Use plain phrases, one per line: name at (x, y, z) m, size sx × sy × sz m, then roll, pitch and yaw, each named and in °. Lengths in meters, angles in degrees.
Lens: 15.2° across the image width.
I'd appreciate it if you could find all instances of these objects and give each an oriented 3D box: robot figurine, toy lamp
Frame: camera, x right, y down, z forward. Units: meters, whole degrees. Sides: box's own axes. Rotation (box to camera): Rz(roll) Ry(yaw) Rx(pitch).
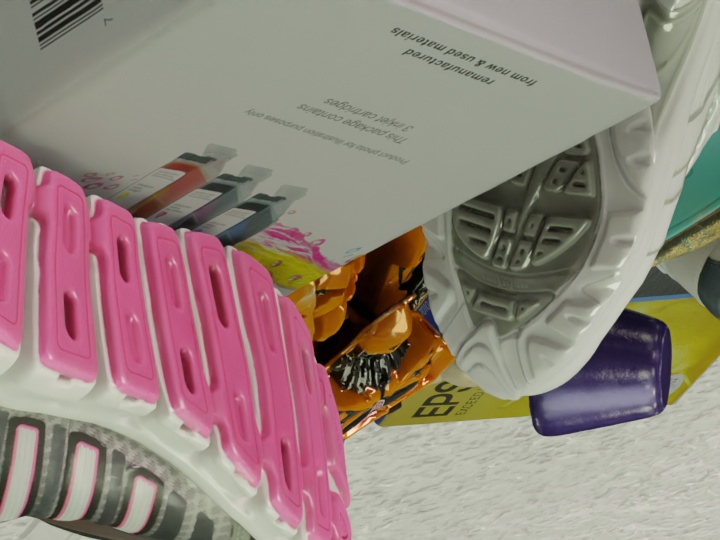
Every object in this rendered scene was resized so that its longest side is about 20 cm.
robot figurine at (0.000, 0.000, 0.908) m, size 0.145 × 0.058 × 0.200 m, roll -32°, pitch 159°, yaw -28°
toy lamp at (0.018, 0.033, 1.029) m, size 0.199 × 0.058 × 0.058 m, roll 1°, pitch 161°, yaw 13°

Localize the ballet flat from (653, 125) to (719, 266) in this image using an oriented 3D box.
ballet flat at (0.146, -0.056, 0.943) m, size 0.199 × 0.071 × 0.071 m, roll -25°, pitch 160°, yaw -10°

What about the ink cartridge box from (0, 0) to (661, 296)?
ink cartridge box at (-0.057, -0.078, 0.676) m, size 0.200 × 0.146 × 0.144 m, roll -27°, pitch 154°, yaw 33°

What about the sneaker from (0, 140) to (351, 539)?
sneaker at (-0.075, 0.031, 0.641) m, size 0.087 × 0.074 × 0.200 m, roll -23°, pitch 150°, yaw 24°

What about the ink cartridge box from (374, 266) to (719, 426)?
ink cartridge box at (0.073, 0.008, 1.092) m, size 0.199 × 0.047 × 0.198 m, roll -6°, pitch 157°, yaw -21°

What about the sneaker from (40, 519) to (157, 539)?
sneaker at (-0.134, 0.041, 0.897) m, size 0.200 × 0.077 × 0.082 m, roll 32°, pitch 152°, yaw 6°

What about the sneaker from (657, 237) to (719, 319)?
sneaker at (0.204, -0.030, 0.990) m, size 0.199 × 0.071 × 0.073 m, roll -23°, pitch 134°, yaw -4°

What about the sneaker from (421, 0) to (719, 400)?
sneaker at (0.088, -0.052, 0.806) m, size 0.099 × 0.078 × 0.201 m, roll 2°, pitch 114°, yaw -53°
